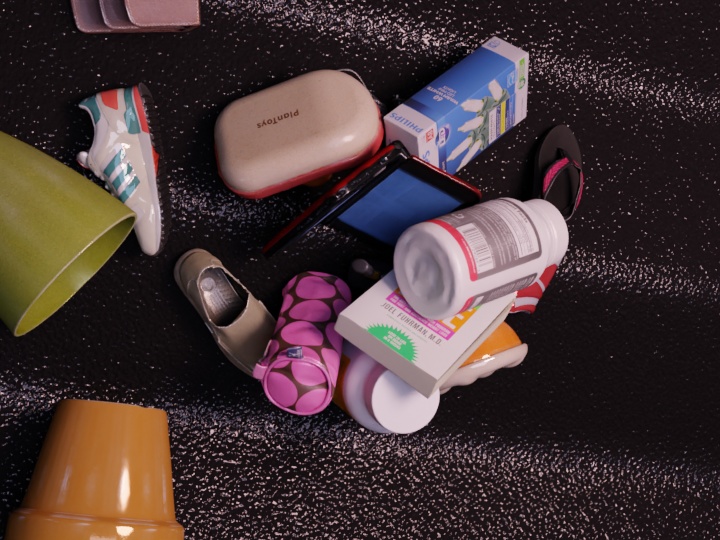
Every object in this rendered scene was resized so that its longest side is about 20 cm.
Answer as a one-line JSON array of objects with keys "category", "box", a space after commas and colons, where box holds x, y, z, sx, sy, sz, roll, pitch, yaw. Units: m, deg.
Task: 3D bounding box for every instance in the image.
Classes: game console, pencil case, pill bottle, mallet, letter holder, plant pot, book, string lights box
[{"category": "game console", "box": [0.010, -0.053, 1.420, 0.119, 0.200, 0.172, 51, 53, -2]}, {"category": "pencil case", "box": [-0.065, 0.078, 1.433, 0.093, 0.200, 0.091, 11, 119, 0]}, {"category": "pill bottle", "box": [0.023, 0.132, 1.458, 0.111, 0.200, 0.112, -2, 98, -16]}, {"category": "pill bottle", "box": [0.144, -0.021, 1.394, 0.200, 0.111, 0.111, -18, 103, -37]}, {"category": "mallet", "box": [0.000, 0.000, 1.441, 0.066, 0.200, 0.041, 9, 87, 14]}, {"category": "letter holder", "box": [-0.260, -0.371, 1.363, 0.142, 0.101, 0.201, -4, 98, -15]}, {"category": "plant pot", "box": [-0.295, 0.245, 1.392, 0.199, 0.200, 0.184, 9, 79, -18]}, {"category": "plant pot", "box": [-0.382, -0.064, 1.337, 0.200, 0.187, 0.187, 44, 83, -1]}, {"category": "book", "box": [0.076, 0.052, 1.404, 0.133, 0.200, 0.048, 35, 130, 14]}, {"category": "string lights box", "box": [0.117, -0.185, 1.470, 0.200, 0.059, 0.103, -39, 145, -27]}]

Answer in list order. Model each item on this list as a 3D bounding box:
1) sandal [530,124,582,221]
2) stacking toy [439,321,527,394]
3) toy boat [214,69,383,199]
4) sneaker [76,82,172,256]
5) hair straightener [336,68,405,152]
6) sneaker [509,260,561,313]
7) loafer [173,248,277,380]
[{"category": "sandal", "box": [0.252, -0.098, 1.548, 0.075, 0.045, 0.201, 30, 62, -25]}, {"category": "stacking toy", "box": [0.111, 0.045, 1.534, 0.146, 0.146, 0.201, -20, 83, -14]}, {"category": "toy boat", "box": [-0.067, -0.146, 1.445, 0.199, 0.131, 0.131, -18, 60, 9]}, {"category": "sneaker", "box": [-0.277, -0.113, 1.415, 0.093, 0.070, 0.201, -7, 101, 2]}, {"category": "hair straightener", "box": [0.020, -0.188, 1.508, 0.200, 0.041, 0.077, 34, 86, -14]}, {"category": "sneaker", "box": [0.159, -0.013, 1.550, 0.200, 0.071, 0.113, 26, 86, -20]}, {"category": "loafer", "box": [-0.149, 0.061, 1.466, 0.076, 0.068, 0.200, -43, 107, -8]}]
